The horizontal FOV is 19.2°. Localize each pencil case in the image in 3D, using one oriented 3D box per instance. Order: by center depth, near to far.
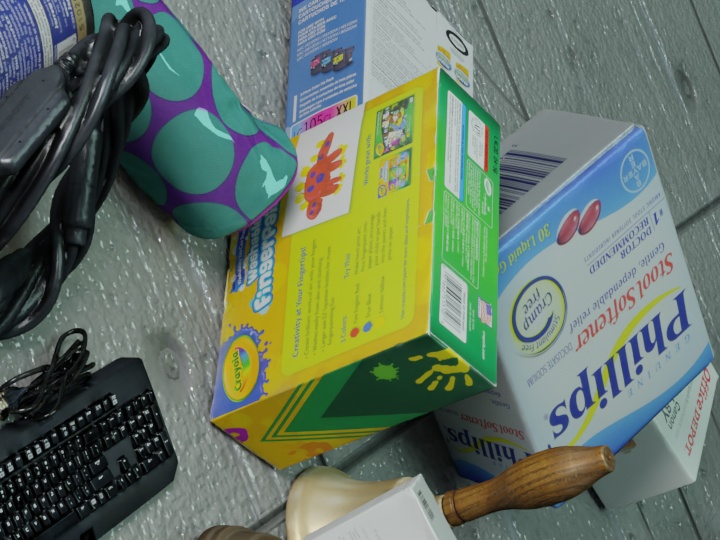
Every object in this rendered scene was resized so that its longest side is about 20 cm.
[{"bbox_3d":[-0.124,-0.114,1.246,0.200,0.085,0.093,52,50,-29],"label":"pencil case"}]

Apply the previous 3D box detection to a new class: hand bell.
[{"bbox_3d":[0.064,0.143,1.279,0.104,0.199,0.105,36,43,-44],"label":"hand bell"}]

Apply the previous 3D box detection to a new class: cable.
[{"bbox_3d":[-0.151,-0.046,1.085,0.201,0.051,0.164,-58,167,-34],"label":"cable"}]

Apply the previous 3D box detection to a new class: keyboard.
[{"bbox_3d":[-0.154,0.094,1.113,0.105,0.039,0.200,66,29,-7],"label":"keyboard"}]

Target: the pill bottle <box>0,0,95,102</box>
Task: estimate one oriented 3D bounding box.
[{"bbox_3d":[-0.223,-0.101,1.049,0.112,0.111,0.200,62,30,-11],"label":"pill bottle"}]

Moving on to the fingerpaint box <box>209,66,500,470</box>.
[{"bbox_3d":[0.000,0.000,1.296,0.073,0.166,0.201,39,40,-38],"label":"fingerpaint box"}]

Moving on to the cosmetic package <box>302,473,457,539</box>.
[{"bbox_3d":[0.046,0.227,1.236,0.201,0.082,0.051,62,10,0],"label":"cosmetic package"}]

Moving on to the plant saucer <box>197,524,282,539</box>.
[{"bbox_3d":[-0.030,0.228,1.182,0.201,0.029,0.200,57,12,-19],"label":"plant saucer"}]

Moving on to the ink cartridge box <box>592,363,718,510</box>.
[{"bbox_3d":[0.193,0.061,1.658,0.201,0.083,0.145,57,32,-21],"label":"ink cartridge box"}]

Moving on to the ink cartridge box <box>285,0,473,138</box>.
[{"bbox_3d":[0.016,-0.130,1.495,0.136,0.076,0.201,39,43,-41],"label":"ink cartridge box"}]

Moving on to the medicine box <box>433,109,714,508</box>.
[{"bbox_3d":[0.129,0.023,1.450,0.182,0.103,0.201,-39,122,-28],"label":"medicine box"}]
